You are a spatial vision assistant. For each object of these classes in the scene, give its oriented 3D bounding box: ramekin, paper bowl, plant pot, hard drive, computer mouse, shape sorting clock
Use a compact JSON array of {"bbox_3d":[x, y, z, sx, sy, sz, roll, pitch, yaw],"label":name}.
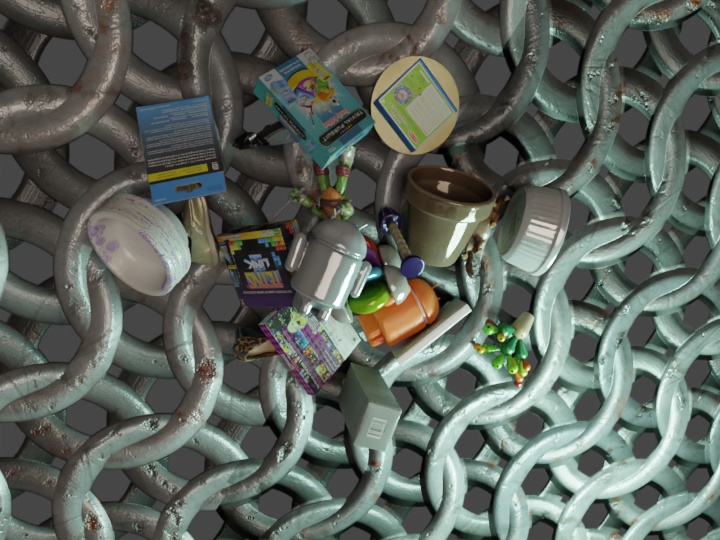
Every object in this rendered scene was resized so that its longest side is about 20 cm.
[{"bbox_3d":[0.380,-0.097,1.243,0.092,0.203,0.206,15,101,-3],"label":"ramekin"},{"bbox_3d":[-0.421,-0.058,1.088,0.197,0.105,0.203,17,136,16],"label":"paper bowl"},{"bbox_3d":[0.176,-0.109,1.206,0.196,0.201,0.177,5,120,-13],"label":"plant pot"},{"bbox_3d":[0.159,0.140,1.282,0.199,0.132,0.026,-38,92,-1],"label":"hard drive"},{"bbox_3d":[-0.156,-0.282,1.117,0.196,0.138,0.054,-12,106,-20],"label":"computer mouse"},{"bbox_3d":[0.117,-0.353,1.196,0.196,0.039,0.204,-4,106,-12],"label":"shape sorting clock"}]

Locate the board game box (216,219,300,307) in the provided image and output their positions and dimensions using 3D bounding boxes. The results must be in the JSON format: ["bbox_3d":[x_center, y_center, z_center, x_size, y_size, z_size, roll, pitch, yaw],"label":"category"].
[{"bbox_3d":[-0.192,-0.010,1.140,0.056,0.197,0.168,-33,113,-47],"label":"board game box"}]

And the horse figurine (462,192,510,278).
[{"bbox_3d":[0.280,-0.086,1.270,0.049,0.133,0.203,26,106,6],"label":"horse figurine"}]

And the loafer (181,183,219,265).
[{"bbox_3d":[-0.340,-0.101,1.140,0.067,0.076,0.204,-15,107,-14],"label":"loafer"}]

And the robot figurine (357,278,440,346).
[{"bbox_3d":[0.094,0.094,1.267,0.198,0.117,0.146,-28,106,-3],"label":"robot figurine"}]

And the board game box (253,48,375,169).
[{"bbox_3d":[-0.087,-0.320,1.088,0.200,0.047,0.151,47,56,-1],"label":"board game box"}]

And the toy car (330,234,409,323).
[{"bbox_3d":[0.000,0.000,1.169,0.172,0.201,0.152,-20,123,6],"label":"toy car"}]

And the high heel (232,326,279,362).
[{"bbox_3d":[-0.178,0.170,1.209,0.196,0.143,0.073,6,103,-14],"label":"high heel"}]

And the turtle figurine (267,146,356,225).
[{"bbox_3d":[-0.078,-0.162,1.140,0.197,0.143,0.198,2,94,-31],"label":"turtle figurine"}]

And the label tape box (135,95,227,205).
[{"bbox_3d":[-0.340,-0.222,1.073,0.141,0.063,0.204,-12,79,-9],"label":"label tape box"}]

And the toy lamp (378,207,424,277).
[{"bbox_3d":[0.081,-0.066,1.179,0.057,0.202,0.059,-8,132,-9],"label":"toy lamp"}]

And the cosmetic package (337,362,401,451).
[{"bbox_3d":[0.015,0.304,1.258,0.089,0.200,0.109,17,103,-14],"label":"cosmetic package"}]

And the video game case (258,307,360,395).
[{"bbox_3d":[-0.106,0.138,1.226,0.181,0.035,0.202,-47,114,-35],"label":"video game case"}]

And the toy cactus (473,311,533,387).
[{"bbox_3d":[0.371,0.177,1.374,0.200,0.102,0.166,45,73,-16],"label":"toy cactus"}]

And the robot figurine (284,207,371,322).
[{"bbox_3d":[-0.059,-0.009,1.034,0.168,0.113,0.203,23,94,-29],"label":"robot figurine"}]
